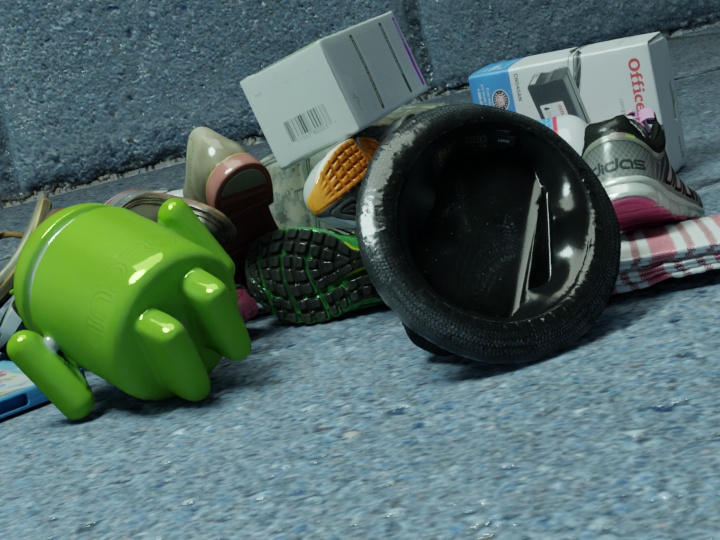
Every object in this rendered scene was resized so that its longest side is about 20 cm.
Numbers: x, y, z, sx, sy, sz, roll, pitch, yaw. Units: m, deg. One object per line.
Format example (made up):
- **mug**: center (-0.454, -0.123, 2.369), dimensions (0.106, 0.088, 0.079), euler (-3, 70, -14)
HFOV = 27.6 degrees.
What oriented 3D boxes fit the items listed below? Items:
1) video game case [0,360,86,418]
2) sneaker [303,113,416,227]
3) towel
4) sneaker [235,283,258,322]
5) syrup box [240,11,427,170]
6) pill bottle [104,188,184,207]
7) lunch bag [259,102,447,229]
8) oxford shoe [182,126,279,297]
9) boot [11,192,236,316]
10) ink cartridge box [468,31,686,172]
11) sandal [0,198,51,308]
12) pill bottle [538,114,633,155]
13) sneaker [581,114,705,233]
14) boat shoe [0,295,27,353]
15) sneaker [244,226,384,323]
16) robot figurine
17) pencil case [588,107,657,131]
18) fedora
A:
- **video game case**: center (-0.331, 0.110, 1.130), dimensions (0.199, 0.018, 0.143), euler (-20, 12, -38)
- **sneaker**: center (-0.004, -0.064, 1.192), dimensions (0.092, 0.076, 0.200), euler (-28, 1, 29)
- **towel**: center (0.248, -0.015, 1.073), dimensions (0.199, 0.030, 0.146), euler (-11, 8, 10)
- **sneaker**: center (-0.167, 0.026, 1.231), dimensions (0.199, 0.075, 0.080), euler (-2, 15, 46)
- **syrup box**: center (-0.017, -0.154, 1.227), dimensions (0.079, 0.082, 0.200), euler (-23, 7, 23)
- **pill bottle**: center (-0.179, -0.021, 1.393), dimensions (0.113, 0.114, 0.200), euler (-18, 11, -26)
- **lunch bag**: center (-0.004, -0.080, 1.413), dimensions (0.167, 0.140, 0.200), euler (3, 19, 38)
- **oxford shoe**: center (-0.112, -0.042, 1.244), dimensions (0.070, 0.200, 0.075), euler (-27, 57, -25)
- **boot**: center (-0.192, -0.002, 1.174), dimensions (0.199, 0.075, 0.097), euler (-4, 49, 35)
- **ink cartridge box**: center (0.232, -0.161, 1.558), dimensions (0.199, 0.145, 0.084), euler (-8, 12, 25)
- **sandal**: center (-0.336, 0.010, 1.309), dimensions (0.200, 0.054, 0.080), euler (-60, 9, -24)
- **pill bottle**: center (0.149, -0.076, 1.293), dimensions (0.199, 0.109, 0.109), euler (-11, 10, 11)
- **sneaker**: center (0.222, -0.076, 1.163), dimensions (0.073, 0.088, 0.200), euler (-13, -11, 25)
- **boat shoe**: center (-0.290, 0.048, 1.314), dimensions (0.060, 0.076, 0.200), euler (25, -9, -12)
- **sneaker**: center (0.000, 0.000, 1.203), dimensions (0.199, 0.078, 0.085), euler (-1, 6, 16)
- **robot figurine**: center (-0.169, 0.020, 1.054), dimensions (0.200, 0.116, 0.176), euler (23, 58, 38)
- **pencil case**: center (0.203, -0.108, 1.474), dimensions (0.199, 0.088, 0.087), euler (-11, 10, 14)
- **fedora**: center (0.077, -0.012, 0.984), dimensions (0.200, 0.201, 0.092), euler (-18, -23, -26)
